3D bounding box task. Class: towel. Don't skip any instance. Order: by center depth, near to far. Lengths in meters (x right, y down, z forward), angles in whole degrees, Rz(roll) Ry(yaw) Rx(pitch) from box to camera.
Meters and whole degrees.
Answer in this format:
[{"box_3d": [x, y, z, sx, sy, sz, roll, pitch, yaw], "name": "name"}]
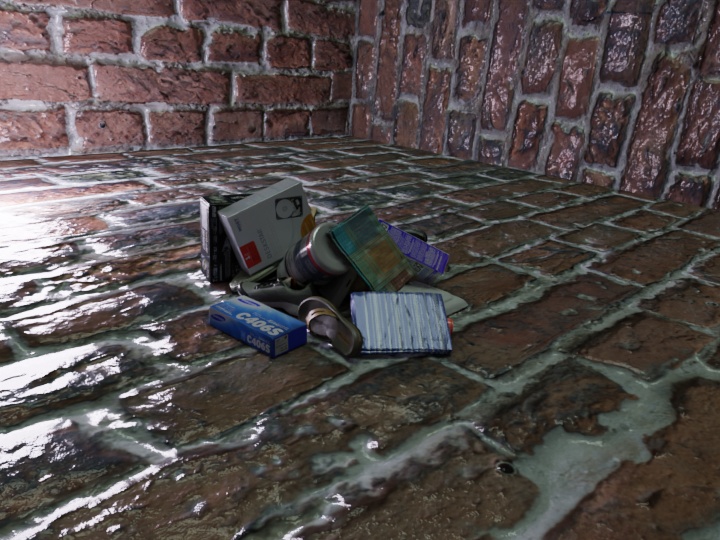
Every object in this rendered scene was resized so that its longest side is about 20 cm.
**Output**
[{"box_3d": [0.080, 0.107, 1.199, 0.198, 0.024, 0.146, 1, 54, -10], "name": "towel"}, {"box_3d": [0.030, -0.039, 1.313, 0.147, 0.200, 0.022, -39, 2, -40], "name": "towel"}]

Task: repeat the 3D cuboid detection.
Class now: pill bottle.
[{"box_3d": [-0.108, -0.019, 1.357, 0.119, 0.120, 0.200, -13, -11, -38], "name": "pill bottle"}]

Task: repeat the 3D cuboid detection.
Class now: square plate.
[{"box_3d": [0.123, 0.067, 1.403, 0.199, 0.029, 0.197, 21, 27, 38], "name": "square plate"}]

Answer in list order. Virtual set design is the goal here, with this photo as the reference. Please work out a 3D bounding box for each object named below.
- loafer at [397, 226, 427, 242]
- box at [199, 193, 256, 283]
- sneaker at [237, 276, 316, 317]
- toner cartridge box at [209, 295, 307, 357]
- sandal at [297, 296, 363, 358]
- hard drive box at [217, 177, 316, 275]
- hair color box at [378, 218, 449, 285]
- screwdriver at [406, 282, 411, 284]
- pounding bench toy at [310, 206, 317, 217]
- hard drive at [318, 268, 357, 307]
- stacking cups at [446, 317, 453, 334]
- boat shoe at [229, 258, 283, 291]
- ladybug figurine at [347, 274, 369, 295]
[{"box_3d": [0.100, -0.087, 1.770, 0.198, 0.073, 0.072, -1, 27, 16], "name": "loafer"}, {"box_3d": [-0.308, -0.083, 1.475, 0.163, 0.202, 0.086, -8, 23, -28], "name": "box"}, {"box_3d": [-0.185, 0.045, 1.332, 0.198, 0.080, 0.074, 10, 23, 19], "name": "sneaker"}, {"box_3d": [-0.210, 0.109, 1.204, 0.199, 0.044, 0.095, 19, 24, 36], "name": "toner cartridge box"}, {"box_3d": [-0.071, 0.113, 1.175, 0.054, 0.082, 0.200, -1, 26, -39], "name": "sandal"}, {"box_3d": [-0.216, -0.108, 1.419, 0.199, 0.157, 0.077, -30, 30, -20], "name": "hard drive box"}, {"box_3d": [0.106, -0.041, 1.469, 0.199, 0.065, 0.109, 28, -24, -5], "name": "hair color box"}, {"box_3d": [0.061, 0.030, 1.419, 0.029, 0.028, 0.199, 21, -11, -39], "name": "screwdriver"}, {"box_3d": [-0.187, -0.091, 1.586, 0.123, 0.157, 0.200, 4, 20, 0], "name": "pounding bench toy"}, {"box_3d": [-0.063, -0.007, 1.427, 0.027, 0.133, 0.200, 25, 10, -28], "name": "hard drive"}, {"box_3d": [0.093, 0.110, 1.244, 0.198, 0.061, 0.061, 5, 20, -5], "name": "stacking cups"}, {"box_3d": [-0.225, 0.009, 1.448, 0.199, 0.063, 0.074, -29, 30, -31], "name": "boat shoe"}, {"box_3d": [0.000, 0.000, 1.419, 0.072, 0.137, 0.199, 25, -17, -28], "name": "ladybug figurine"}]
